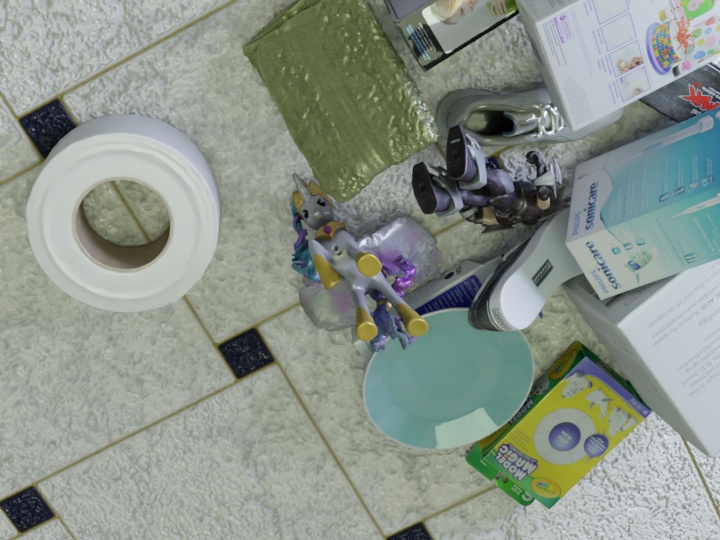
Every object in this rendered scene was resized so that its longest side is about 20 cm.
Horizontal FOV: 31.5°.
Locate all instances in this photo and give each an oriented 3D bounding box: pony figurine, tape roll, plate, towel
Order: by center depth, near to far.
[{"bbox_3d":[-0.019,-0.185,1.286,0.148,0.036,0.201,-32,87,25],"label":"towel"},{"bbox_3d":[0.000,0.000,1.344,0.166,0.200,0.193,-36,127,4],"label":"pony figurine"},{"bbox_3d":[-0.247,-0.059,1.346,0.201,0.071,0.204,-2,113,-4],"label":"tape roll"},{"bbox_3d":[0.097,0.118,1.430,0.199,0.026,0.201,-5,125,-8],"label":"plate"}]

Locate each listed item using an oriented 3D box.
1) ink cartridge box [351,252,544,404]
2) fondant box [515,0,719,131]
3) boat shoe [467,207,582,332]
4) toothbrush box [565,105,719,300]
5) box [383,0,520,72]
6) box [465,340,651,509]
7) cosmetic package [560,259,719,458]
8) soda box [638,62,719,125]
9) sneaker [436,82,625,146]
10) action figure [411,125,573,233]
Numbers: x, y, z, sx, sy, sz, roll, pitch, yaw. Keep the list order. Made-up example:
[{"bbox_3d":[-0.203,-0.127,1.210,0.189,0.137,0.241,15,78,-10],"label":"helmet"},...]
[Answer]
[{"bbox_3d":[0.098,0.060,1.439,0.199,0.039,0.100,-30,112,10],"label":"ink cartridge box"},{"bbox_3d":[0.263,-0.241,1.219,0.199,0.058,0.145,-26,135,4],"label":"fondant box"},{"bbox_3d":[0.184,0.000,1.370,0.068,0.200,0.072,-14,116,49],"label":"boat shoe"},{"bbox_3d":[0.317,-0.073,1.292,0.199,0.147,0.085,-21,120,28],"label":"toothbrush box"},{"bbox_3d":[0.124,-0.285,1.254,0.199,0.117,0.060,-31,114,7],"label":"box"},{"bbox_3d":[0.229,0.192,1.501,0.117,0.048,0.200,38,107,-18],"label":"box"},{"bbox_3d":[0.355,0.056,1.375,0.165,0.165,0.200,-39,112,0],"label":"cosmetic package"},{"bbox_3d":[0.354,-0.185,1.341,0.199,0.063,0.071,27,109,-14],"label":"soda box"},{"bbox_3d":[0.182,-0.157,1.327,0.199,0.087,0.075,-10,107,-2],"label":"sneaker"},{"bbox_3d":[0.140,-0.085,1.330,0.130,0.070,0.199,-29,154,30],"label":"action figure"}]
